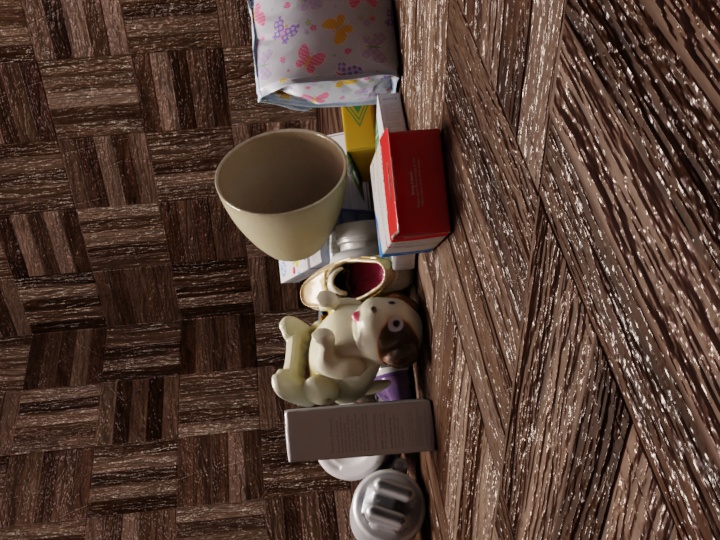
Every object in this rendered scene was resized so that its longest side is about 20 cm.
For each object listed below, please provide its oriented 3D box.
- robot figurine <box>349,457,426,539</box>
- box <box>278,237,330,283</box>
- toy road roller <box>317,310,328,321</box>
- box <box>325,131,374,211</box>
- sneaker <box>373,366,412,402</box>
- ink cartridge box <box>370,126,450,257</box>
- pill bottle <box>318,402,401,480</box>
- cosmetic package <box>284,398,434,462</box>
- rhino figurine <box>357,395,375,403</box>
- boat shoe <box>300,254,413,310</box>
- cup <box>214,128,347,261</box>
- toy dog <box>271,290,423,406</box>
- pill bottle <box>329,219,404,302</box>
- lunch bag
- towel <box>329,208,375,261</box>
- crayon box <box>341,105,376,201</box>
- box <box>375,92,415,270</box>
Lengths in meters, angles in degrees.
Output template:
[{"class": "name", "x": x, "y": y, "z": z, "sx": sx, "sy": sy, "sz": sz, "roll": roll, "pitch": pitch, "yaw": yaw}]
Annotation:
[{"class": "robot figurine", "x": 0.040, "y": 0.375, "z": 1.498, "sx": 0.200, "sy": 0.112, "sz": 0.171, "roll": 96, "pitch": -164, "yaw": -68}, {"class": "box", "x": -0.094, "y": -0.072, "z": 1.659, "sx": 0.200, "sy": 0.041, "sz": 0.157, "roll": 156, "pitch": 110, "yaw": -65}, {"class": "toy road roller", "x": -0.013, "y": 0.078, "z": 1.841, "sx": 0.200, "sy": 0.122, "sz": 0.147, "roll": -102, "pitch": 19, "yaw": -61}, {"class": "box", "x": -0.027, "y": -0.137, "z": 1.692, "sx": 0.060, "sy": 0.116, "sz": 0.202, "roll": 11, "pitch": -107, "yaw": -68}, {"class": "sneaker", "x": 0.043, "y": 0.200, "z": 1.557, "sx": 0.200, "sy": 0.075, "sz": 0.088, "roll": 112, "pitch": 146, "yaw": -80}, {"class": "ink cartridge box", "x": 0.055, "y": -0.086, "z": 1.085, "sx": 0.200, "sy": 0.067, "sz": 0.117, "roll": 124, "pitch": 140, "yaw": -83}, {"class": "pill bottle", "x": 0.007, "y": 0.277, "z": 1.586, "sx": 0.200, "sy": 0.119, "sz": 0.121, "roll": 28, "pitch": -125, "yaw": -74}, {"class": "cosmetic package", "x": -0.004, "y": 0.219, "z": 1.331, "sx": 0.102, "sy": 0.198, "sz": 0.075, "roll": 116, "pitch": 148, "yaw": -82}, {"class": "rhino figurine", "x": 0.018, "y": 0.153, "z": 1.693, "sx": 0.060, "sy": 0.087, "sz": 0.201, "roll": -104, "pitch": 12, "yaw": -56}, {"class": "boat shoe", "x": -0.020, "y": 0.014, "z": 1.399, "sx": 0.069, "sy": 0.199, "sz": 0.074, "roll": -3, "pitch": -102, "yaw": -52}, {"class": "cup", "x": -0.112, "y": -0.099, "z": 1.485, "sx": 0.201, "sy": 0.198, "sz": 0.144, "roll": -100, "pitch": 2, "yaw": -45}, {"class": "toy dog", "x": -0.001, "y": 0.111, "z": 1.342, "sx": 0.200, "sy": 0.194, "sz": 0.140, "roll": -35, "pitch": 27, "yaw": 37}, {"class": "pill bottle", "x": 0.011, "y": 0.027, "z": 1.490, "sx": 0.113, "sy": 0.112, "sz": 0.202, "roll": 133, "pitch": 131, "yaw": -84}, {"class": "lunch bag", "x": -0.053, "y": -0.321, "z": 1.360, "sx": 0.127, "sy": 0.198, "sz": 0.171, "roll": 106, "pitch": 157, "yaw": -77}, {"class": "towel", "x": 0.000, "y": 0.000, "z": 1.583, "sx": 0.024, "sy": 0.146, "sz": 0.202, "roll": -8, "pitch": 83, "yaw": 41}, {"class": "crayon box", "x": 0.006, "y": -0.224, "z": 1.495, "sx": 0.126, "sy": 0.051, "sz": 0.202, "roll": 56, "pitch": -153, "yaw": -71}, {"class": "box", "x": 0.048, "y": -0.123, "z": 1.330, "sx": 0.145, "sy": 0.036, "sz": 0.201, "roll": 91, "pitch": 174, "yaw": -52}]
